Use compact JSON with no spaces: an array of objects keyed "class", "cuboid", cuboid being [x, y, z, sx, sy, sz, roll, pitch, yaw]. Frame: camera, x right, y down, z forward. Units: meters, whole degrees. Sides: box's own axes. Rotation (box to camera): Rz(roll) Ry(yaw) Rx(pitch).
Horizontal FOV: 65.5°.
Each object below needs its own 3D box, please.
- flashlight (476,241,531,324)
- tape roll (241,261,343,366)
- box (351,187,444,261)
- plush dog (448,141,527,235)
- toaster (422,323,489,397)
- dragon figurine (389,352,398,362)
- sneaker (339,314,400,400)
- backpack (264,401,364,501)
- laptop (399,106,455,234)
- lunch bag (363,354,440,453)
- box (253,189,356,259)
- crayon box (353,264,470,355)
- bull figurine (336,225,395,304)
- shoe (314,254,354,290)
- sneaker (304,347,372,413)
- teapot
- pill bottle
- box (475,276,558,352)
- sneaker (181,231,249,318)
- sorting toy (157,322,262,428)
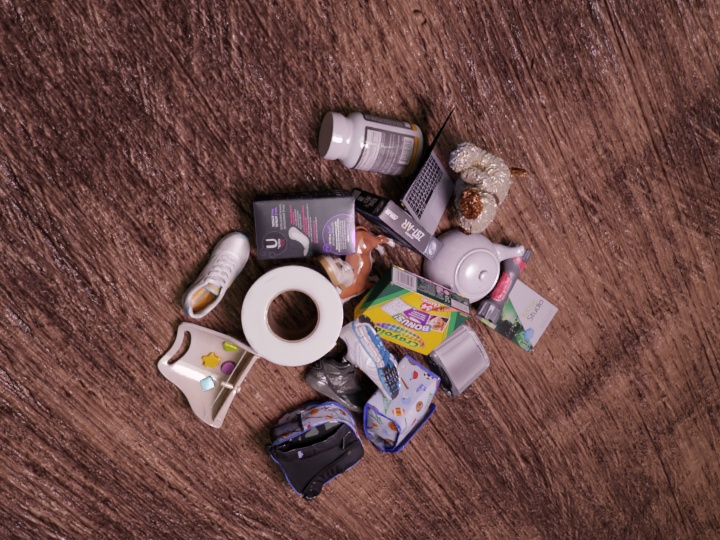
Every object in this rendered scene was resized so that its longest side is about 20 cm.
[{"class":"flashlight","cuboid":[0.351,0.029,1.390,0.200,0.068,0.068,-61,158,-1]},{"class":"tape roll","cuboid":[-0.139,0.085,1.165,0.202,0.139,0.203,0,94,-6]},{"class":"box","cuboid":[0.068,-0.102,1.190,0.160,0.200,0.044,37,90,-27]},{"class":"plush dog","cuboid":[0.265,-0.160,1.227,0.200,0.160,0.172,57,52,-65]},{"class":"toaster","cuboid":[0.233,0.215,1.393,0.129,0.114,0.200,-36,113,-11]},{"class":"dragon figurine","cuboid":[0.048,0.212,1.325,0.059,0.099,0.200,-47,116,-3]},{"class":"sneaker","cuboid":[0.018,0.196,1.228,0.087,0.075,0.200,-24,96,30]},{"class":"backpack","cuboid":[-0.095,0.396,1.287,0.190,0.154,0.200,-23,120,5]},{"class":"laptop","cuboid":[0.172,-0.201,1.198,0.200,0.116,0.187,51,51,-30]},{"class":"lunch bag","cuboid":[0.095,0.329,1.326,0.170,0.124,0.200,-43,157,-30]},{"class":"box","cuboid":[-0.113,-0.096,1.151,0.200,0.106,0.122,-3,106,-7]},{"class":"crayon box","cuboid":[0.110,0.093,1.235,0.200,0.058,0.173,23,132,-16]},{"class":"bull figurine","cuboid":[0.000,0.000,1.267,0.121,0.065,0.200,5,108,-29]},{"class":"shoe","cuboid":[-0.047,-0.004,1.134,0.053,0.200,0.070,-39,80,-1]},{"class":"sneaker","cuboid":[-0.023,0.258,1.322,0.199,0.076,0.114,35,98,-21]},{"class":"teapot","cuboid":[0.251,0.001,1.321,0.197,0.146,0.200,16,99,-24]},{"class":"pill bottle","cuboid":[0.021,-0.266,1.172,0.200,0.116,0.117,6,102,-22]},{"class":"box","cuboid":[0.414,0.112,1.477,0.200,0.036,0.144,32,91,-24]},{"class":"sneaker","cuboid":[-0.289,0.013,1.147,0.076,0.081,0.200,34,89,-24]},{"class":"sorting toy","cuboid":[-0.323,0.195,1.181,0.180,0.107,0.200,30,103,-13]}]
